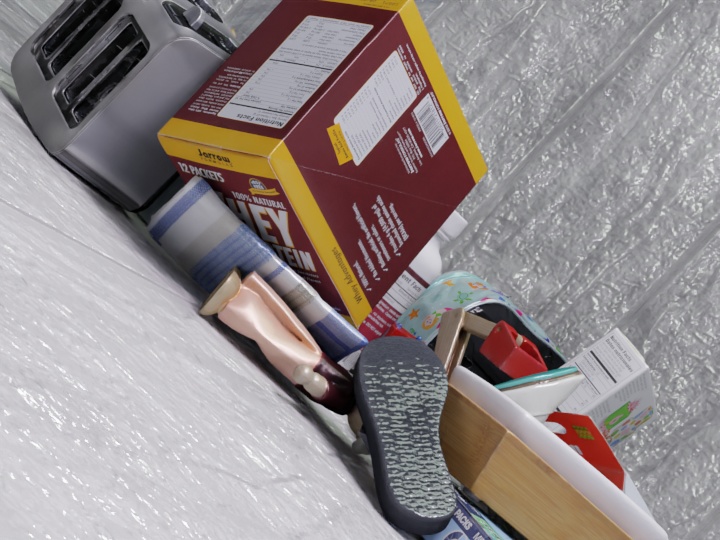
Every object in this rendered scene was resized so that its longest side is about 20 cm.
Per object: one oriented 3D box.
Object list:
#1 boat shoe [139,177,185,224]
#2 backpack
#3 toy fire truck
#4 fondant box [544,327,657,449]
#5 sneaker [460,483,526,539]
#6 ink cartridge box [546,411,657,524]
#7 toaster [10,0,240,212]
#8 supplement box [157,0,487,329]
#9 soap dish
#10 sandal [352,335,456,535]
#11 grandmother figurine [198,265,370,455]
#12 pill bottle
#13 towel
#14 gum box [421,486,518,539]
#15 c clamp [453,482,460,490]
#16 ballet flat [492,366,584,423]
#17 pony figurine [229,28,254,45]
[{"bbox_3d":[-0.143,-0.048,1.610,0.199,0.074,0.068,45,8,28],"label":"boat shoe"},{"bbox_3d":[0.107,0.098,1.865,0.200,0.178,0.151,43,1,-43],"label":"backpack"},{"bbox_3d":[0.077,0.085,1.653,0.049,0.141,0.200,34,7,-35],"label":"toy fire truck"},{"bbox_3d":[0.199,0.159,1.762,0.058,0.200,0.144,55,-4,27],"label":"fondant box"},{"bbox_3d":[0.142,0.235,1.574,0.200,0.078,0.099,52,-8,-27],"label":"sneaker"},{"bbox_3d":[0.191,0.213,1.616,0.162,0.050,0.200,3,-46,53],"label":"ink cartridge box"},{"bbox_3d":[-0.205,-0.167,1.563,0.119,0.200,0.181,37,14,-41],"label":"toaster"},{"bbox_3d":[-0.027,-0.098,1.479,0.133,0.200,0.197,15,-35,41],"label":"supplement box"},{"bbox_3d":[0.140,0.174,1.418,0.200,0.081,0.157,42,-4,-24],"label":"soap dish"},{"bbox_3d":[0.029,0.126,1.358,0.076,0.043,0.200,13,40,-13],"label":"sandal"},{"bbox_3d":[-0.039,0.079,1.423,0.200,0.061,0.121,40,12,-6],"label":"grandmother figurine"},{"bbox_3d":[0.000,0.000,1.621,0.113,0.200,0.113,43,2,-2],"label":"pill bottle"},{"bbox_3d":[-0.089,0.007,1.473,0.200,0.024,0.147,43,-25,-5],"label":"towel"},{"bbox_3d":[0.138,0.259,1.331,0.200,0.045,0.170,43,2,-32],"label":"gum box"},{"bbox_3d":[0.051,0.167,1.705,0.171,0.027,0.200,38,5,-8],"label":"c clamp"},{"bbox_3d":[0.102,0.131,1.529,0.069,0.200,0.070,171,-90,-77],"label":"ballet flat"},{"bbox_3d":[-0.159,-0.129,1.762,0.167,0.193,0.200,33,29,-54],"label":"pony figurine"}]
